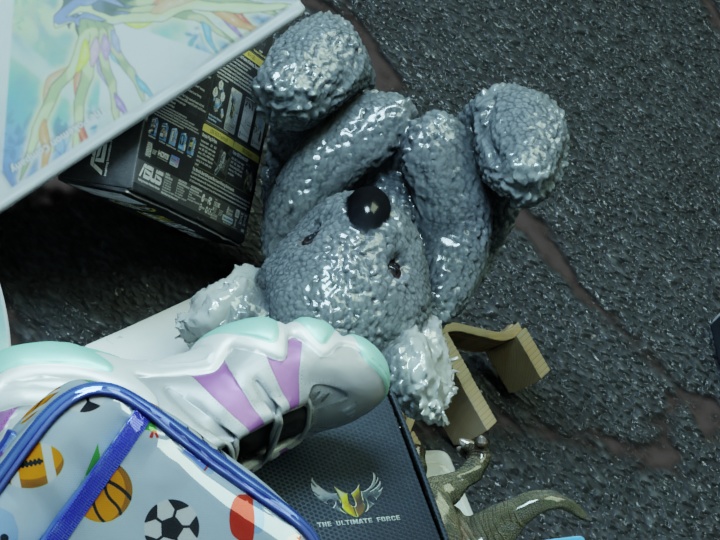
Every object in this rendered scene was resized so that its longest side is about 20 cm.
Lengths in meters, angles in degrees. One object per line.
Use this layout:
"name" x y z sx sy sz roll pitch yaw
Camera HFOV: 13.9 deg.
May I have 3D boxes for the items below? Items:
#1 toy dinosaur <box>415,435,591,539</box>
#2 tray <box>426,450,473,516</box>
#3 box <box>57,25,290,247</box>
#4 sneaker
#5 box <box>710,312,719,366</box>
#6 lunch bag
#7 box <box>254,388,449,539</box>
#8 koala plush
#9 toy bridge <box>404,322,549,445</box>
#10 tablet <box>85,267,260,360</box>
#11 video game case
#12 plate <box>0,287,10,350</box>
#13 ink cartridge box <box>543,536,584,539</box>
"toy dinosaur" 0.014 0.131 1.511 0.200 0.077 0.102 13 65 -12
"tray" 0.041 0.175 1.544 0.107 0.022 0.200 0 53 -34
"box" -0.094 -0.107 1.581 0.049 0.162 0.200 12 -4 16
"sneaker" -0.076 0.098 1.344 0.200 0.078 0.140 -7 51 -8
"box" 0.332 0.096 1.956 0.148 0.104 0.200 27 34 -26
"lunch bag" -0.124 0.153 1.246 0.160 0.200 0.076 38 -9 -13
"box" -0.060 0.135 1.397 0.200 0.051 0.158 -3 48 -20
"koala plush" 0.000 0.000 1.588 0.177 0.184 0.200 19 38 0
"toy bridge" 0.052 0.066 1.708 0.067 0.027 0.200 60 30 -5
"tablet" -0.060 0.067 1.601 0.130 0.014 0.200 49 30 9
"video game case" -0.159 -0.151 1.461 0.182 0.200 0.022 57 -4 -5
"plate" -0.241 0.030 1.351 0.200 0.026 0.201 18 66 -46
"ink cartridge box" 0.086 0.243 1.419 0.067 0.116 0.200 -2 62 -34
